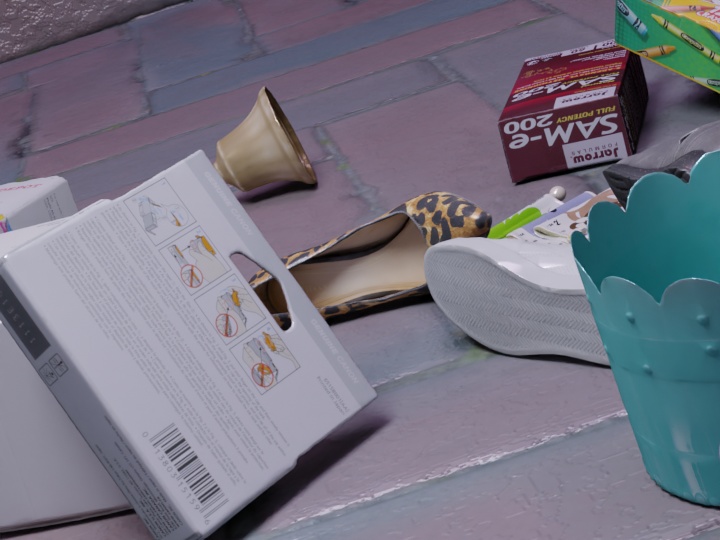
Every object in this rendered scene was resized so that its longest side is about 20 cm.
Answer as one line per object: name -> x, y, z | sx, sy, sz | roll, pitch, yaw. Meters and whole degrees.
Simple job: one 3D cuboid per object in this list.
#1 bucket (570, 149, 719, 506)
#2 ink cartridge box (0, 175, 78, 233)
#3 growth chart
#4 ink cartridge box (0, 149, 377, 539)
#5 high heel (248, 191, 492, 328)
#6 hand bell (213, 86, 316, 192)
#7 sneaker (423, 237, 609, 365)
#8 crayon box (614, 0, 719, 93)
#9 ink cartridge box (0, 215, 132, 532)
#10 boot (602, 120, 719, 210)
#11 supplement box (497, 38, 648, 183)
bucket -> 0.219, 0.023, 0.986 | 0.206, 0.135, 0.207 | -16, 18, 5
ink cartridge box -> -0.368, -0.008, 1.730 | 0.145, 0.088, 0.200 | -6, 23, 32
growth chart -> 0.188, -0.036, 1.397 | 0.200, 0.018, 0.145 | 2, 27, 43
ink cartridge box -> -0.107, 0.044, 1.137 | 0.173, 0.200, 0.044 | -34, -2, -45
high heel -> 0.000, 0.000, 1.359 | 0.142, 0.072, 0.200 | -21, 0, -32
hand bell -> -0.153, -0.083, 1.790 | 0.200, 0.104, 0.104 | -28, 17, 5
sneaker -> 0.145, 0.005, 1.234 | 0.115, 0.074, 0.200 | -28, 30, -36
crayon box -> 0.327, -0.201, 1.580 | 0.119, 0.058, 0.200 | -30, 44, -31
ink cartridge box -> -0.203, 0.063, 1.253 | 0.144, 0.148, 0.200 | -12, 18, 17
boot -> 0.247, -0.078, 1.246 | 0.132, 0.070, 0.200 | -38, 10, -9
supplement box -> 0.190, -0.145, 1.655 | 0.108, 0.061, 0.200 | -12, 19, 16
